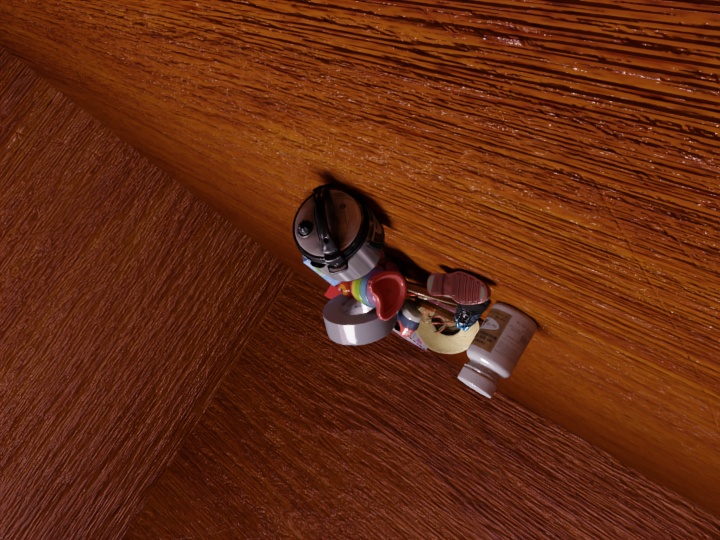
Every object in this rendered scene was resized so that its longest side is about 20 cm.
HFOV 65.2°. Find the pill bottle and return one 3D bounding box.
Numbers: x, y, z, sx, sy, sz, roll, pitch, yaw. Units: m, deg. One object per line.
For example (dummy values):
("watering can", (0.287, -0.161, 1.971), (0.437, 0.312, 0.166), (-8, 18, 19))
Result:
("pill bottle", (0.314, 0.186, 1.311), (0.114, 0.201, 0.114), (32, 172, 5))

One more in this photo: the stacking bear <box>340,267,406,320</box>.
("stacking bear", (0.019, 0.045, 1.502), (0.199, 0.113, 0.122), (10, 125, 52))

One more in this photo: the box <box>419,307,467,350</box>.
("box", (0.269, 0.169, 1.811), (0.199, 0.021, 0.164), (34, -160, -3))

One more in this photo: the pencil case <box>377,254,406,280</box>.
("pencil case", (0.084, 0.021, 1.651), (0.093, 0.091, 0.200), (25, 173, 16))

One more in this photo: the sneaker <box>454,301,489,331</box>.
("sneaker", (0.274, 0.104, 1.409), (0.073, 0.082, 0.200), (29, 172, 20))

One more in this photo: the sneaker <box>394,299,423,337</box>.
("sneaker", (0.126, 0.130, 1.612), (0.075, 0.085, 0.200), (22, -168, -5))

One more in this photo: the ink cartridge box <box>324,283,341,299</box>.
("ink cartridge box", (-0.036, 0.056, 2.076), (0.199, 0.161, 0.050), (27, 169, 38))

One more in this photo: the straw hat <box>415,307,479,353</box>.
("straw hat", (0.259, 0.146, 1.693), (0.200, 0.201, 0.085), (34, -149, -10))

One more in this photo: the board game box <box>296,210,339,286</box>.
("board game box", (-0.121, -0.072, 1.649), (0.151, 0.036, 0.201), (40, -152, -46))

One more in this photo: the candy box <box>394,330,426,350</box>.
("candy box", (0.253, 0.319, 2.913), (0.167, 0.072, 0.200), (27, 171, 41))

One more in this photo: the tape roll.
("tape roll", (-0.001, 0.123, 1.544), (0.200, 0.200, 0.067), (23, 133, 50))

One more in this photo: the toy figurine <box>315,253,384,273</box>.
("toy figurine", (-0.009, -0.049, 1.519), (0.183, 0.151, 0.199), (12, -179, 44))

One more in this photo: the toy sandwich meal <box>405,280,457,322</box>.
("toy sandwich meal", (0.183, 0.084, 1.533), (0.204, 0.071, 0.205), (16, -177, -1))

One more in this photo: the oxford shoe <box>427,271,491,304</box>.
("oxford shoe", (0.236, 0.037, 1.278), (0.074, 0.071, 0.200), (7, -175, -29))

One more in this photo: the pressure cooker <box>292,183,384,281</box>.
("pressure cooker", (-0.051, -0.078, 1.222), (0.175, 0.179, 0.200), (32, 174, 26))
